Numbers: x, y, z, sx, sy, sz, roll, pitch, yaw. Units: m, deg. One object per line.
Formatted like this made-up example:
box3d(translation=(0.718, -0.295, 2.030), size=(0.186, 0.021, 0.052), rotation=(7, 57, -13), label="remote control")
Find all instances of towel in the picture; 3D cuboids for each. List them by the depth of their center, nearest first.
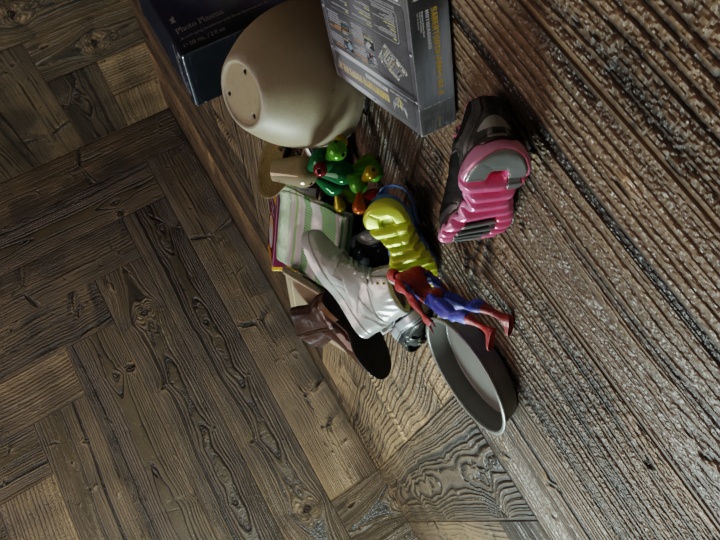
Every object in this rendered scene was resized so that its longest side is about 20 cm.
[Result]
box3d(translation=(-0.089, -0.057, 1.070), size=(0.199, 0.023, 0.155), rotation=(28, 119, 42), label="towel")

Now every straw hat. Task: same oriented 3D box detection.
box3d(translation=(-0.103, -0.213, 1.073), size=(0.084, 0.204, 0.201), rotation=(17, -167, -33), label="straw hat")

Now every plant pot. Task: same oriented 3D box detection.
box3d(translation=(-0.109, -0.253, 0.814), size=(0.199, 0.134, 0.203), rotation=(29, 133, 36), label="plant pot")

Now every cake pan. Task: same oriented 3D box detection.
box3d(translation=(0.170, 0.154, 0.919), size=(0.201, 0.036, 0.201), rotation=(56, 164, 24), label="cake pan")

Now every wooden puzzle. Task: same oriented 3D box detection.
box3d(translation=(-0.063, 0.084, 1.159), size=(0.183, 0.037, 0.201), rotation=(30, 153, 22), label="wooden puzzle")

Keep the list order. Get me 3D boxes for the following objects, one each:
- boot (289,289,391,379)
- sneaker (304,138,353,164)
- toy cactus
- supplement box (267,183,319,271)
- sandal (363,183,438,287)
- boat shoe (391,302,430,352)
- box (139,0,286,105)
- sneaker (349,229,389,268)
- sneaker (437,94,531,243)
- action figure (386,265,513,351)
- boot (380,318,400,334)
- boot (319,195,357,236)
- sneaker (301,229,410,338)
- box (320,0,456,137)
box3d(translation=(-0.045, 0.126, 1.081), size=(0.188, 0.064, 0.200), rotation=(55, 150, -2), label="boot")
box3d(translation=(-0.053, -0.234, 0.918), size=(0.087, 0.075, 0.202), rotation=(23, 139, 59), label="sneaker")
box3d(translation=(-0.047, -0.131, 0.859), size=(0.200, 0.162, 0.104), rotation=(5, -91, -81), label="toy cactus")
box3d(translation=(-0.141, -0.112, 1.235), size=(0.111, 0.084, 0.203), rotation=(-115, 29, -58), label="supplement box")
box3d(translation=(0.066, -0.048, 0.871), size=(0.201, 0.078, 0.088), rotation=(66, -156, -43), label="sandal")
box3d(translation=(0.097, 0.101, 1.038), size=(0.057, 0.068, 0.200), rotation=(50, 170, 10), label="boat shoe")
box3d(translation=(-0.220, -0.402, 0.924), size=(0.200, 0.198, 0.124), rotation=(57, 166, 15), label="box")
box3d(translation=(0.022, -0.013, 1.049), size=(0.115, 0.075, 0.200), rotation=(65, 163, -3), label="sneaker")
box3d(translation=(0.117, -0.098, 0.611), size=(0.201, 0.078, 0.097), rotation=(99, 162, -66), label="sneaker")
box3d(translation=(0.107, 0.042, 0.802), size=(0.199, 0.065, 0.052), rotation=(32, 141, 38), label="action figure")
box3d(translation=(0.048, 0.072, 1.095), size=(0.074, 0.089, 0.200), rotation=(62, 164, 3), label="boot")
box3d(translation=(-0.056, -0.095, 1.220), size=(0.199, 0.069, 0.133), rotation=(25, 140, 50), label="boot")
box3d(translation=(0.000, 0.000, 0.950), size=(0.115, 0.074, 0.201), rotation=(-31, 100, 32), label="sneaker")
box3d(translation=(0.024, -0.259, 0.645), size=(0.200, 0.048, 0.160), rotation=(49, 161, 43), label="box")
